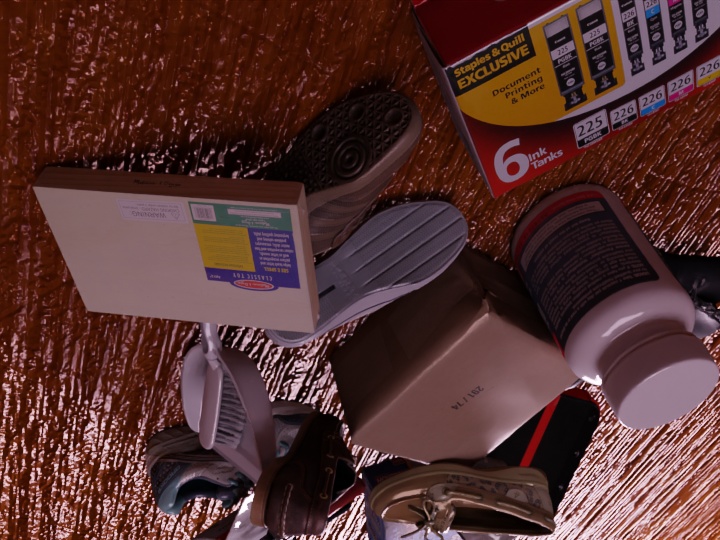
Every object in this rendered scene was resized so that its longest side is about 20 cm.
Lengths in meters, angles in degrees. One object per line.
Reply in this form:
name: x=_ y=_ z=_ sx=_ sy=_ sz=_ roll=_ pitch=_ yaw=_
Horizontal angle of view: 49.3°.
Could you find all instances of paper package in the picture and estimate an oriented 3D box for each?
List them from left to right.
paper package: x=0.098 y=0.093 z=0.785 sx=0.189 sy=0.105 sz=0.200 roll=25 pitch=120 yaw=-37

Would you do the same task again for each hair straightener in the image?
hair straightener: x=-0.068 y=0.292 z=0.877 sx=0.078 sy=0.041 sz=0.199 roll=-56 pitch=164 yaw=28

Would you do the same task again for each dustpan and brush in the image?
dustpan and brush: x=-0.128 y=0.093 z=0.712 sx=0.056 sy=0.138 sz=0.205 roll=-6 pitch=110 yaw=-42

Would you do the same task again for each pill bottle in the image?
pill bottle: x=0.223 y=0.031 z=0.697 sx=0.117 sy=0.202 sz=0.121 roll=-10 pitch=136 yaw=-10

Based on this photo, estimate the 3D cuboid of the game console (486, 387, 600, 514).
game console: x=0.199 y=0.231 z=0.968 sx=0.174 sy=0.031 sz=0.204 roll=15 pitch=103 yaw=-27

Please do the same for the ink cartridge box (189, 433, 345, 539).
ink cartridge box: x=-0.113 y=0.259 z=0.860 sx=0.159 sy=0.047 sz=0.202 roll=-22 pitch=146 yaw=-49

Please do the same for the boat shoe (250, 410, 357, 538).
boat shoe: x=-0.037 y=0.187 z=0.718 sx=0.069 sy=0.200 sz=0.072 roll=7 pitch=102 yaw=10

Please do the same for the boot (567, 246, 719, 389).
boot: x=0.302 y=0.060 z=0.846 sx=0.165 sy=0.077 sz=0.202 roll=11 pitch=122 yaw=-25

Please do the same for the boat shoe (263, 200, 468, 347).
boat shoe: x=0.000 y=0.000 z=0.689 sx=0.197 sy=0.075 sz=0.067 roll=-26 pitch=176 yaw=-11

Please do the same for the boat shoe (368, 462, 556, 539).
boat shoe: x=0.107 y=0.244 z=0.813 sx=0.195 sy=0.064 sz=0.074 roll=-2 pitch=137 yaw=-8

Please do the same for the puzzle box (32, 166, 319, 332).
puzzle box: x=-0.131 y=-0.013 z=0.593 sx=0.195 sy=0.026 sz=0.135 roll=5 pitch=135 yaw=8

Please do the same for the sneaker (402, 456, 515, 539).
sneaker: x=0.113 y=0.228 z=0.897 sx=0.091 sy=0.201 sz=0.076 roll=-38 pitch=179 yaw=-6

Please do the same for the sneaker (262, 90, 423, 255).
sneaker: x=-0.024 y=-0.063 z=0.621 sx=0.198 sy=0.072 sz=0.075 roll=-33 pitch=149 yaw=23

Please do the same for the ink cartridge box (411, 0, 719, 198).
ink cartridge box: x=0.145 y=-0.176 z=0.548 sx=0.197 sy=0.085 sz=0.176 roll=-27 pitch=136 yaw=8

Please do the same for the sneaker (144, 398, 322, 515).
sneaker: x=-0.123 y=0.203 z=0.821 sx=0.196 sy=0.087 sz=0.078 roll=-16 pitch=137 yaw=-6

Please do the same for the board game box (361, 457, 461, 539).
board game box: x=0.084 y=0.321 z=1.019 sx=0.196 sy=0.062 sz=0.203 roll=-9 pitch=129 yaw=-27
